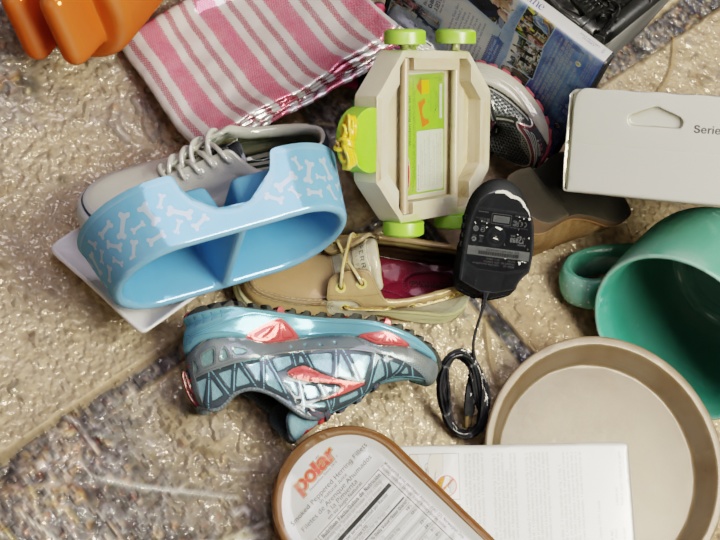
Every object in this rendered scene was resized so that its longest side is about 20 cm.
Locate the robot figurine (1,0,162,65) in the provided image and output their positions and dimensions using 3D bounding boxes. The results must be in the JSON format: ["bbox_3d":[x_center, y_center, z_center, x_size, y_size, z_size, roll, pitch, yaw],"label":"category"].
[{"bbox_3d":[-0.200,-0.250,1.118,0.116,0.143,0.201,41,54,-16],"label":"robot figurine"}]

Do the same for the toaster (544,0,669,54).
[{"bbox_3d":[0.180,-0.270,1.281,0.181,0.119,0.200,45,56,7],"label":"toaster"}]

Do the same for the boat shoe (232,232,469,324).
[{"bbox_3d":[0.000,0.000,1.094,0.197,0.066,0.075,-1,64,-22],"label":"boat shoe"}]

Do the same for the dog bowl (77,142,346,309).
[{"bbox_3d":[-0.098,-0.028,0.998,0.198,0.112,0.050,-17,68,-23],"label":"dog bowl"}]

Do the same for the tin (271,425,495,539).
[{"bbox_3d":[0.023,0.194,0.987,0.200,0.042,0.112,42,73,13],"label":"tin"}]

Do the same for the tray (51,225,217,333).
[{"bbox_3d":[-0.127,-0.031,1.076,0.107,0.022,0.199,39,55,19],"label":"tray"}]

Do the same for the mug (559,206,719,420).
[{"bbox_3d":[0.271,0.015,1.145,0.185,0.152,0.114,45,50,8],"label":"mug"}]

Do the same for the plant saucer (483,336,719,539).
[{"bbox_3d":[0.187,0.151,1.093,0.197,0.029,0.203,4,71,-12],"label":"plant saucer"}]

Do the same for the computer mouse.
[{"bbox_3d":[0.092,0.029,1.084,0.058,0.034,0.203,9,97,-12],"label":"computer mouse"}]

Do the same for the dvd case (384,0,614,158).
[{"bbox_3d":[0.108,-0.194,1.184,0.199,0.143,0.018,39,61,9],"label":"dvd case"}]

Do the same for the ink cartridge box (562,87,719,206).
[{"bbox_3d":[0.266,-0.099,1.152,0.199,0.144,0.089,-2,98,-63],"label":"ink cartridge box"}]

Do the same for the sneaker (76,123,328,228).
[{"bbox_3d":[-0.116,-0.074,1.052,0.198,0.071,0.073,-15,55,-22],"label":"sneaker"}]

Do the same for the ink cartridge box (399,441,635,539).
[{"bbox_3d":[0.100,0.210,1.024,0.197,0.050,0.164,-2,72,3],"label":"ink cartridge box"}]

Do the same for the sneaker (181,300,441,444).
[{"bbox_3d":[-0.037,0.082,1.044,0.197,0.079,0.097,6,78,-14],"label":"sneaker"}]

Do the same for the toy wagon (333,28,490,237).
[{"bbox_3d":[0.037,-0.105,1.076,0.199,0.039,0.158,-11,104,-51],"label":"toy wagon"}]

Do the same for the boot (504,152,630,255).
[{"bbox_3d":[0.157,-0.047,1.184,0.199,0.076,0.074,-11,60,-51],"label":"boot"}]

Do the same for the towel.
[{"bbox_3d":[-0.083,-0.189,1.142,0.199,0.030,0.147,-31,61,-17],"label":"towel"}]

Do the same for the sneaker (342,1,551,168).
[{"bbox_3d":[0.069,-0.140,1.191,0.198,0.081,0.075,30,56,1],"label":"sneaker"}]
